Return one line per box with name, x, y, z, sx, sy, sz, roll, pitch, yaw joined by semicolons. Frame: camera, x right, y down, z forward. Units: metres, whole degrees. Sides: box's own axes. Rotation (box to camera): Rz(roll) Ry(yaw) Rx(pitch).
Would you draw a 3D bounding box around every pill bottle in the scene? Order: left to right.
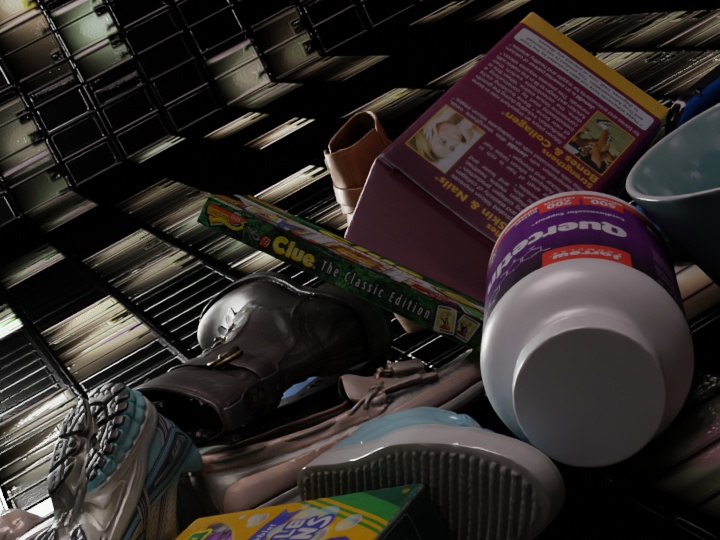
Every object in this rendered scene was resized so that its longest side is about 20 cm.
pill bottle;0.123;0.032;0.950;0.112;0.112;0.200;-24;14;12

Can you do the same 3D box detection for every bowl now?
bowl;0.264;-0.044;0.987;0.201;0.105;0.201;-25;14;7

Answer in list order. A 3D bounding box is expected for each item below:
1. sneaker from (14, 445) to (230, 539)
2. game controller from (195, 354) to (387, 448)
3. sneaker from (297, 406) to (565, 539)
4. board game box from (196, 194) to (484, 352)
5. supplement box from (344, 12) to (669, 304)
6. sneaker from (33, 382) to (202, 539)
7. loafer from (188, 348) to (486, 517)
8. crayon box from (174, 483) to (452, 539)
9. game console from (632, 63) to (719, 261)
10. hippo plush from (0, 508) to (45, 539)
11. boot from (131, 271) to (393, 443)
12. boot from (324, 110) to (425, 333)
sneaker;-0.163;0.174;1.069;0.200;0.075;0.106;-25;6;-33
game controller;-0.078;0.101;1.188;0.200;0.042;0.104;-22;-4;22
sneaker;0.047;0.100;0.928;0.082;0.074;0.200;-40;19;-33
board game box;0.000;0.000;1.109;0.023;0.200;0.105;-66;-8;4
supplement box;0.105;-0.067;1.214;0.200;0.131;0.103;-44;-13;-35
sneaker;-0.138;0.168;0.970;0.078;0.086;0.200;-13;52;47
loafer;-0.011;0.094;1.051;0.200;0.063;0.072;-31;-4;-13
crayon box;-0.063;0.176;0.899;0.200;0.052;0.126;-16;17;39
game console;0.234;-0.095;1.220;0.118;0.171;0.200;21;44;36
hippo plush;-0.308;0.158;1.181;0.159;0.161;0.200;-22;15;20
boot;-0.093;0.061;1.121;0.174;0.069;0.200;-27;13;-39
boot;0.029;-0.053;1.347;0.074;0.155;0.200;-25;14;9
